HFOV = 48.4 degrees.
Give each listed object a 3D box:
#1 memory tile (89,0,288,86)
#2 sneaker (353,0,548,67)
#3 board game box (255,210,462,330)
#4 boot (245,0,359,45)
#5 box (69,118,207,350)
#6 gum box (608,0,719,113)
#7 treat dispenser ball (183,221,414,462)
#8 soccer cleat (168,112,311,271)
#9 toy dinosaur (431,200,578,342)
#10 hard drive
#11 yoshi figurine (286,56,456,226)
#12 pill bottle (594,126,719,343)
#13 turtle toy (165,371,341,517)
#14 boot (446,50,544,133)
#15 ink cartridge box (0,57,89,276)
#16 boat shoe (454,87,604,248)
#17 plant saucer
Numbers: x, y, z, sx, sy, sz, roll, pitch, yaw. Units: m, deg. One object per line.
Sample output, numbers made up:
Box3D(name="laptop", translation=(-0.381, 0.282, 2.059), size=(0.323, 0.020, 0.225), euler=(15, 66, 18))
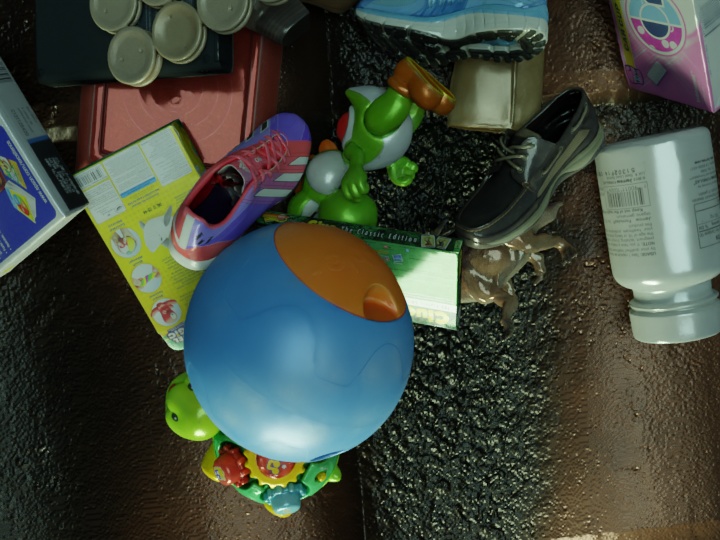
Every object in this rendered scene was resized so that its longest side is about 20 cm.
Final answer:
Box3D(name="memory tile", translation=(-0.152, -0.264, 0.688), size=(0.197, 0.017, 0.156), euler=(-24, 85, 17))
Box3D(name="sneaker", translation=(0.089, -0.254, 0.774), size=(0.196, 0.078, 0.092), euler=(8, 79, 23))
Box3D(name="board game box", translation=(0.000, 0.000, 0.773), size=(0.196, 0.024, 0.106), euler=(10, 134, 14))
Box3D(name="boot", translation=(-0.069, -0.311, 0.776), size=(0.199, 0.070, 0.146), euler=(-40, 80, -24))
Box3D(name="box", translation=(-0.180, -0.030, 0.783), size=(0.116, 0.048, 0.203), euler=(-24, 106, 4))
Box3D(name="gum box", translation=(0.293, -0.260, 0.748), size=(0.066, 0.113, 0.202), euler=(-36, 126, -9))
Box3D(name="treat dispenser ball", translation=(-0.052, 0.060, 0.689), size=(0.196, 0.201, 0.206), euler=(-1, 96, -5))
Box3D(name="soccer cleat", translation=(-0.100, -0.087, 0.730), size=(0.068, 0.073, 0.201), euler=(35, 57, 3))
Box3D(name="toy dinosaur", translation=(0.130, -0.022, 0.818), size=(0.135, 0.086, 0.201), euler=(42, 85, -1))
Box3D(name="hard drive", translation=(-0.211, -0.248, 0.734), size=(0.196, 0.033, 0.143), euler=(1, 93, 18))
Box3D(name="yoshi figurine", translation=(0.015, -0.099, 0.783), size=(0.112, 0.113, 0.200), euler=(34, 110, -29))
Box3D(name="pill bottle", translation=(0.309, -0.036, 0.815), size=(0.112, 0.114, 0.204), euler=(-11, 96, -4))
Box3D(name="turtle toy", translation=(-0.103, 0.163, 0.800), size=(0.198, 0.101, 0.148), euler=(30, 92, -8))
Box3D(name="boot", translation=(0.181, -0.240, 0.811), size=(0.171, 0.066, 0.205), euler=(5, 94, 6))
Box3D(name="ink cartridge box", translation=(-0.375, -0.097, 0.759), size=(0.198, 0.047, 0.200), euler=(-28, 97, 32))
Box3D(name="boat shoe", translation=(0.155, -0.104, 0.768), size=(0.200, 0.074, 0.074), euler=(-45, 130, -22))
Box3D(name="plant saucer", translation=(-0.180, -0.178, 0.793), size=(0.195, 0.037, 0.204), euler=(6, 95, -7))
